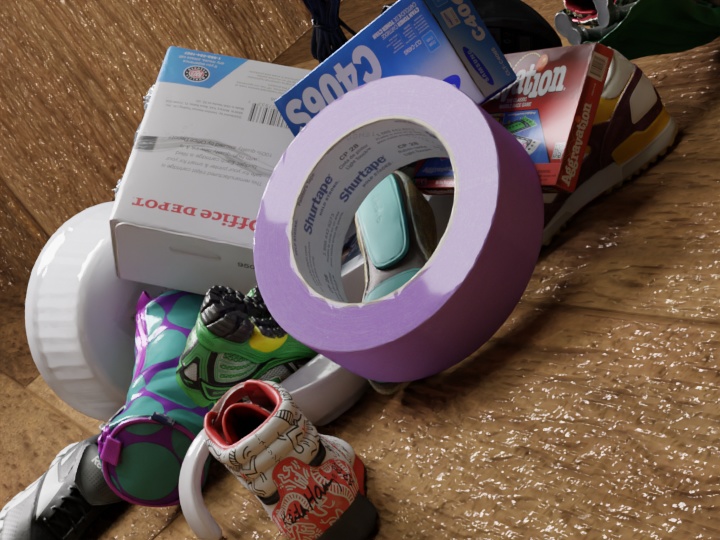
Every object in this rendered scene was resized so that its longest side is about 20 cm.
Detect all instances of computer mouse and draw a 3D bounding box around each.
[{"bbox_3d":[0.052,-0.202,1.386,0.198,0.141,0.047,2,63,13],"label":"computer mouse"}]

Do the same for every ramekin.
[{"bbox_3d":[-0.187,0.038,1.630,0.200,0.201,0.097,-45,22,-24],"label":"ramekin"}]

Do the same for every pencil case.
[{"bbox_3d":[-0.155,0.098,1.483,0.085,0.092,0.201,-58,13,28],"label":"pencil case"}]

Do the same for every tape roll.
[{"bbox_3d":[0.024,-0.029,1.257,0.198,0.065,0.202,-15,62,30],"label":"tape roll"}]

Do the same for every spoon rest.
[{"bbox_3d":[-0.060,0.105,1.328,0.200,0.061,0.099,-46,12,-24],"label":"spoon rest"}]

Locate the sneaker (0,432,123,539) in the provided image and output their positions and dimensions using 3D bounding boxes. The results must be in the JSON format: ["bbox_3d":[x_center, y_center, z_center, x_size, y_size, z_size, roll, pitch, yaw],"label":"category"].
[{"bbox_3d":[-0.239,0.189,1.532,0.090,0.067,0.200,-34,11,30],"label":"sneaker"}]

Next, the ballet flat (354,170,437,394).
[{"bbox_3d":[0.035,0.014,1.334,0.070,0.070,0.201,-32,43,28],"label":"ballet flat"}]

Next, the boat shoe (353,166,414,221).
[{"bbox_3d":[0.026,-0.091,1.751,0.071,0.064,0.199,-45,13,-26],"label":"boat shoe"}]

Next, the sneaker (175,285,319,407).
[{"bbox_3d":[-0.085,0.063,1.406,0.086,0.078,0.200,-56,-22,10],"label":"sneaker"}]

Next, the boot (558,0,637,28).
[{"bbox_3d":[0.217,-0.232,1.535,0.152,0.074,0.203,-9,0,-31],"label":"boot"}]

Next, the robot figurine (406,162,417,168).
[{"bbox_3d":[0.080,-0.137,1.502,0.198,0.125,0.152,12,69,23],"label":"robot figurine"}]

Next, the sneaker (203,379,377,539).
[{"bbox_3d":[-0.051,0.111,1.172,0.067,0.108,0.201,-39,12,-2],"label":"sneaker"}]

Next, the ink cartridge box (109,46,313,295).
[{"bbox_3d":[-0.118,-0.080,1.558,0.085,0.143,0.201,94,-172,-53],"label":"ink cartridge box"}]

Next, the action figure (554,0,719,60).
[{"bbox_3d":[0.233,-0.193,1.406,0.199,0.055,0.118,-10,-15,-45],"label":"action figure"}]

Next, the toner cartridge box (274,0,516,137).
[{"bbox_3d":[0.022,-0.134,1.370,0.043,0.095,0.200,-34,1,-40],"label":"toner cartridge box"}]

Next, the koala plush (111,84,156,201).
[{"bbox_3d":[-0.128,-0.112,1.743,0.198,0.185,0.179,8,56,11],"label":"koala plush"}]

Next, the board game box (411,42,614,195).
[{"bbox_3d":[0.105,-0.106,1.324,0.199,0.019,0.104,3,74,62],"label":"board game box"}]

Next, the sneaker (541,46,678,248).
[{"bbox_3d":[0.131,-0.078,1.350,0.199,0.090,0.075,-38,13,5],"label":"sneaker"}]

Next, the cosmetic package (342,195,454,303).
[{"bbox_3d":[0.000,0.000,1.548,0.199,0.052,0.151,-31,12,32],"label":"cosmetic package"}]
